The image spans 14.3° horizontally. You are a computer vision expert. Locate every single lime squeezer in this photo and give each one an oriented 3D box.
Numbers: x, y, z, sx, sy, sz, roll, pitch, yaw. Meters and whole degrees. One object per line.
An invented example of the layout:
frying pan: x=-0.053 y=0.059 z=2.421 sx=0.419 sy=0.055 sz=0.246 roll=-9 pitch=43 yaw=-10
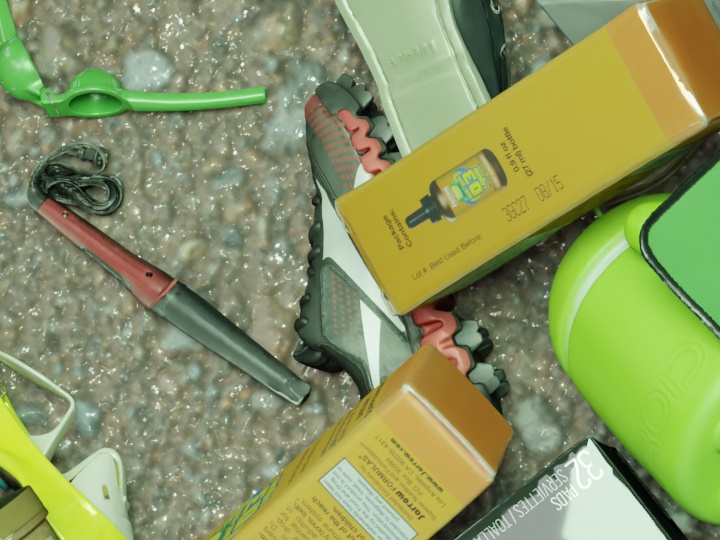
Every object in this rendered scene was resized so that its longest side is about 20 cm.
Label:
lime squeezer: x=-0.150 y=-0.111 z=1.550 sx=0.199 sy=0.038 sz=0.071 roll=29 pitch=58 yaw=17

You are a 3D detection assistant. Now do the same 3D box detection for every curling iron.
curling iron: x=-0.102 y=0.002 z=1.517 sx=0.200 sy=0.026 sz=0.050 roll=43 pitch=96 yaw=16

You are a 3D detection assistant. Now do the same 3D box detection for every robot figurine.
robot figurine: x=0.166 y=0.042 z=1.375 sx=0.115 sy=0.176 sz=0.200 roll=-28 pitch=44 yaw=-12

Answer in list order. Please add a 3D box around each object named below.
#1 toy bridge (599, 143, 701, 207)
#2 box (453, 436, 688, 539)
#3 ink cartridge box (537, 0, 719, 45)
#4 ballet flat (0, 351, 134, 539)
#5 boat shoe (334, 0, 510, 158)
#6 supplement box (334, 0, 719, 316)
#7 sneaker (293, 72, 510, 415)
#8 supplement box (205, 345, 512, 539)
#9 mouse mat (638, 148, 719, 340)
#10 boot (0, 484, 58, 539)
toy bridge: x=0.140 y=-0.078 z=1.470 sx=0.067 sy=0.027 sz=0.200 roll=43 pitch=92 yaw=16
box: x=0.083 y=0.199 z=1.386 sx=0.200 sy=0.124 sz=0.149 roll=-39 pitch=78 yaw=4
ink cartridge box: x=0.150 y=-0.200 z=1.420 sx=0.066 sy=0.116 sz=0.201 roll=0 pitch=69 yaw=27
ballet flat: x=-0.163 y=0.103 z=1.500 sx=0.067 sy=0.067 sz=0.200 roll=-41 pitch=73 yaw=-9
boat shoe: x=0.034 y=-0.137 z=1.445 sx=0.074 sy=0.066 sz=0.200 roll=-20 pitch=92 yaw=20
supplement box: x=0.085 y=-0.054 z=1.355 sx=0.200 sy=0.069 sz=0.067 roll=-32 pitch=84 yaw=31
sneaker: x=0.000 y=0.000 z=1.469 sx=0.098 sy=0.071 sz=0.201 roll=-22 pitch=78 yaw=7
supplement box: x=-0.019 y=0.129 z=1.416 sx=0.069 sy=0.067 sz=0.200 roll=44 pitch=110 yaw=-5
mouse mat: x=0.240 y=0.010 z=1.313 sx=0.161 sy=0.008 sz=0.200 roll=-41 pitch=85 yaw=-24
boot: x=-0.158 y=0.216 z=1.464 sx=0.066 sy=0.175 sz=0.200 roll=-35 pitch=96 yaw=-27
